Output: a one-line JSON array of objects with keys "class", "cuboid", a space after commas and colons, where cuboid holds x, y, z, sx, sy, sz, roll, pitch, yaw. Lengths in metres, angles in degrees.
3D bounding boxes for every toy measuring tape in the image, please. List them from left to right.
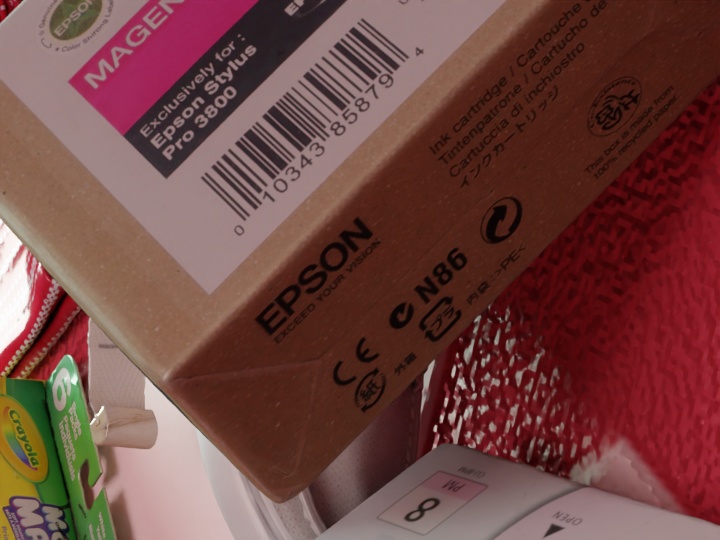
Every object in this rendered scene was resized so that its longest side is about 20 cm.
[{"class": "toy measuring tape", "cuboid": [-0.068, -0.039, 0.964, 0.073, 0.073, 0.201, -9, 77, 54]}]

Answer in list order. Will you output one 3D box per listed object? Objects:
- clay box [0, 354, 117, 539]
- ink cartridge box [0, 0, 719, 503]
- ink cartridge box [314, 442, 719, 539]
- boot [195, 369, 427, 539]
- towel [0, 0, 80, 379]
[{"class": "clay box", "cuboid": [-0.164, 0.128, 1.090, 0.200, 0.047, 0.115, -48, 48, 41]}, {"class": "ink cartridge box", "cuboid": [-0.009, -0.059, 0.789, 0.200, 0.075, 0.165, -45, 46, -3]}, {"class": "ink cartridge box", "cuboid": [0.006, 0.131, 0.733, 0.162, 0.199, 0.057, 14, 130, 55]}, {"class": "boot", "cuboid": [0.000, 0.000, 0.851, 0.095, 0.073, 0.201, -35, 53, 45]}, {"class": "towel", "cuboid": [-0.171, -0.035, 1.149, 0.145, 0.022, 0.201, -47, 49, 41]}]
